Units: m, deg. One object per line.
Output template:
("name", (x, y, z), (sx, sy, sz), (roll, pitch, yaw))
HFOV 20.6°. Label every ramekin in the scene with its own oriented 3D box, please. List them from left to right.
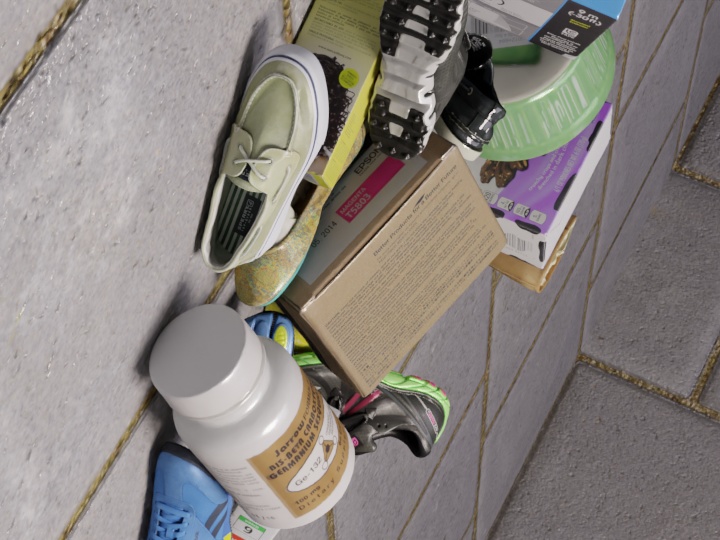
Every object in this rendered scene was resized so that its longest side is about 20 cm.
("ramekin", (0.142, -0.217, 1.915), (0.201, 0.198, 0.098), (-64, 157, -12))

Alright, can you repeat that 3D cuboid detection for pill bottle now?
("pill bottle", (-0.091, 0.119, 1.641), (0.115, 0.114, 0.200), (-61, 142, -23))

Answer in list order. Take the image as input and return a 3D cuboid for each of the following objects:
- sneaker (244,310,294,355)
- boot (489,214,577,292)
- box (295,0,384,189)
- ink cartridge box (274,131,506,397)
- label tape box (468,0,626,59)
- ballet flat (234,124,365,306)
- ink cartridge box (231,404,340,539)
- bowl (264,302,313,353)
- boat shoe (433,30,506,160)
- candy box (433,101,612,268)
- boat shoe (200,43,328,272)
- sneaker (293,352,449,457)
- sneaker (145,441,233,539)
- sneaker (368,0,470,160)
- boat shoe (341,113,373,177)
("sneaker", (-0.102, 0.107, 1.778), (0.083, 0.070, 0.201), (-60, 170, -49))
("boot", (0.132, -0.083, 2.055), (0.176, 0.198, 0.066), (-60, 164, -25))
("box", (-0.016, -0.174, 1.636), (0.050, 0.075, 0.202), (50, 63, -74))
("ink cartridge box", (0.021, -0.012, 1.749), (0.200, 0.075, 0.165), (-46, 142, -10))
("label tape box", (0.161, -0.264, 1.740), (0.200, 0.143, 0.064), (139, -28, -76))
("ballet flat", (-0.061, -0.066, 1.677), (0.201, 0.070, 0.071), (-61, 164, -22))
("ink cartridge box", (-0.088, 0.207, 1.873), (0.110, 0.050, 0.200), (-65, -176, -37))
("bowl", (0.000, 0.000, 1.891), (0.201, 0.107, 0.201), (-59, 164, -30))
("boat shoe", (0.093, -0.182, 1.786), (0.066, 0.074, 0.200), (-45, -154, 25))
("candy box", (0.129, -0.120, 1.988), (0.169, 0.198, 0.072), (-61, 164, -24))
("boat shoe", (-0.076, -0.082, 1.563), (0.062, 0.071, 0.201), (-50, 160, -55))
("sneaker", (-0.009, 0.130, 1.886), (0.077, 0.198, 0.085), (143, -40, -69))
("sneaker", (-0.157, 0.226, 1.749), (0.079, 0.066, 0.201), (-54, 161, -29))
("sneaker", (0.055, -0.189, 1.606), (0.091, 0.066, 0.201), (-56, 164, -43))
("boat shoe", (0.005, -0.104, 1.789), (0.202, 0.066, 0.072), (-63, -159, -2))
